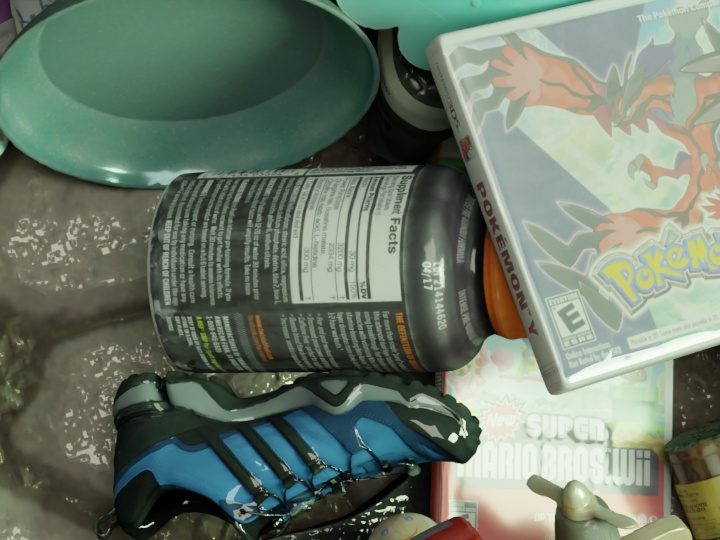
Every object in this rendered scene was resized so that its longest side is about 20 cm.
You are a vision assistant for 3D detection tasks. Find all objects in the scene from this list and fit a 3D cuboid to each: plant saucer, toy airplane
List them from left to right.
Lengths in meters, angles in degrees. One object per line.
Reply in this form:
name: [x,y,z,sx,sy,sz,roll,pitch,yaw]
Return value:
plant saucer: [-0.090,-0.105,1.119,0.199,0.200,0.036,-1,63,-11]
toy airplane: [0.050,0.186,1.096,0.200,0.199,0.141,4,43,-45]

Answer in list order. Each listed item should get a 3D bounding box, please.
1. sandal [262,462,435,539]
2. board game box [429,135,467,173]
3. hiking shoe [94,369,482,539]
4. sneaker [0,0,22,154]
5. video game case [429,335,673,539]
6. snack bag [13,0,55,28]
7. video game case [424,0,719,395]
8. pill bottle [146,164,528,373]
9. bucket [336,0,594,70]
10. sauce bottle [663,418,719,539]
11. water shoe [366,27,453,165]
sandal: [-0.006,0.161,1.161,0.200,0.048,0.076,-25,87,-27]
board game box: [0.102,-0.122,1.240,0.095,0.030,0.201,15,80,-8]
hiking shoe: [-0.034,0.102,1.123,0.199,0.074,0.087,-2,68,19]
sneaker: [-0.217,-0.156,1.112,0.077,0.140,0.201,-5,85,1]
video game case: [0.106,0.062,1.187,0.142,0.017,0.201,5,81,-23]
snack bag: [-0.136,-0.210,1.214,0.199,0.021,0.189,-23,84,-14]
video game case: [0.149,-0.050,1.084,0.199,0.023,0.183,-15,80,-25]
pill bottle: [0.000,0.000,1.118,0.199,0.106,0.107,0,78,17]
bucket: [0.072,-0.214,1.129,0.207,0.135,0.208,22,49,-27]
sauce bottle: [0.228,0.177,1.185,0.065,0.065,0.201,-24,92,-14]
water shoe: [0.025,-0.148,1.209,0.071,0.079,0.201,15,51,-14]
